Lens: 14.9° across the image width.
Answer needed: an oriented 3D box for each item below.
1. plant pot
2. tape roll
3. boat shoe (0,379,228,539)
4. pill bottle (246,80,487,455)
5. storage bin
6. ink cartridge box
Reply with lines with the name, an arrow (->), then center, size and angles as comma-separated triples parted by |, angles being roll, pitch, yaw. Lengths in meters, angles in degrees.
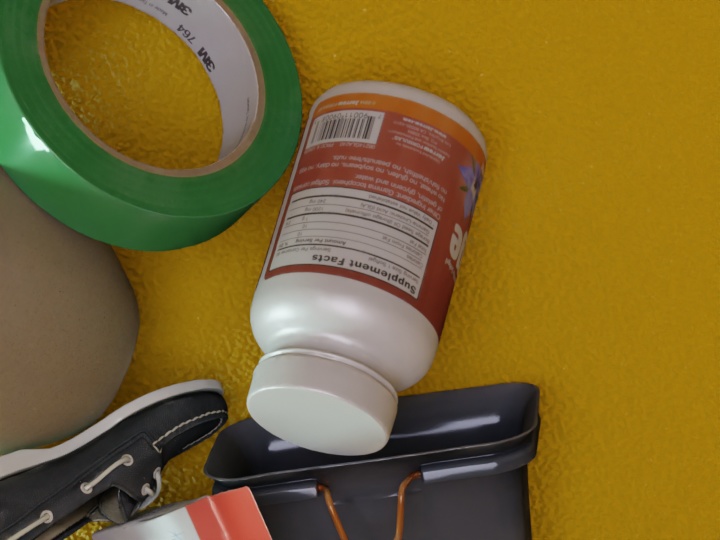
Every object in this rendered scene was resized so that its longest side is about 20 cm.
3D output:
plant pot -> -0.211, 0.031, 1.644 | 0.134, 0.200, 0.201 | 24, 97, -26
tape roll -> -0.131, -0.110, 1.614 | 0.201, 0.200, 0.048 | 52, 139, 1
boat shoe -> -0.156, 0.126, 1.636 | 0.199, 0.076, 0.060 | -25, 70, -25
pill bottle -> 0.000, 0.000, 1.601 | 0.112, 0.112, 0.201 | 13, 64, 5
storage bin -> 0.019, 0.159, 1.645 | 0.199, 0.146, 0.135 | -9, 103, 7
ink cartridge box -> -0.083, 0.214, 1.627 | 0.057, 0.200, 0.163 | -24, 91, -18
